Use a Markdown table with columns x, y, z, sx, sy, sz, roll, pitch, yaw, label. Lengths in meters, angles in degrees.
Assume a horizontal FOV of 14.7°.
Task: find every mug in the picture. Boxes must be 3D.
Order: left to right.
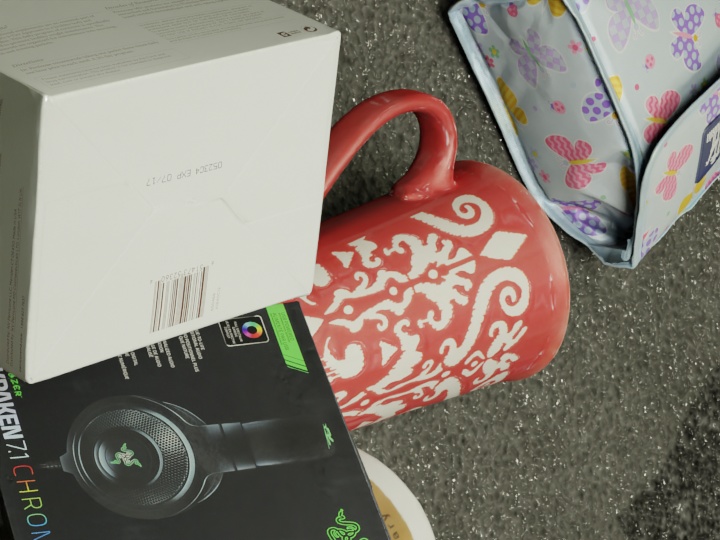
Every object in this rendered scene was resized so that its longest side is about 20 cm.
| x | y | z | sx | sy | sz | roll | pitch | yaw | label |
| --- | --- | --- | --- | --- | --- | --- | --- | --- | --- |
| -0.005 | 0.006 | 1.574 | 0.199 | 0.133 | 0.178 | -20 | 84 | -40 | mug |

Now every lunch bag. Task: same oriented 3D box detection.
| x | y | z | sx | sy | sz | roll | pitch | yaw | label |
| --- | --- | --- | --- | --- | --- | --- | --- | --- | --- |
| 0.175 | -0.127 | 1.767 | 0.169 | 0.127 | 0.201 | -40 | 116 | -39 | lunch bag |

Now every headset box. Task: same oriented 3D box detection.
| x | y | z | sx | sy | sz | roll | pitch | yaw | label |
| --- | --- | --- | --- | --- | --- | --- | --- | --- | --- |
| -0.093 | 0.116 | 1.384 | 0.199 | 0.093 | 0.175 | -4 | 50 | -21 | headset box |

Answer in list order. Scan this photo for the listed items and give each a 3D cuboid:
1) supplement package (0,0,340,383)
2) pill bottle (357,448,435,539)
| x | y | z | sx | sy | sz | roll | pitch | yaw | label |
| --- | --- | --- | --- | --- | --- | --- | --- | --- | --- |
| -0.150 | -0.066 | 1.361 | 0.191 | 0.199 | 0.148 | -16 | 123 | -43 | supplement package |
| -0.059 | 0.184 | 1.481 | 0.200 | 0.114 | 0.115 | -32 | 104 | -40 | pill bottle |
